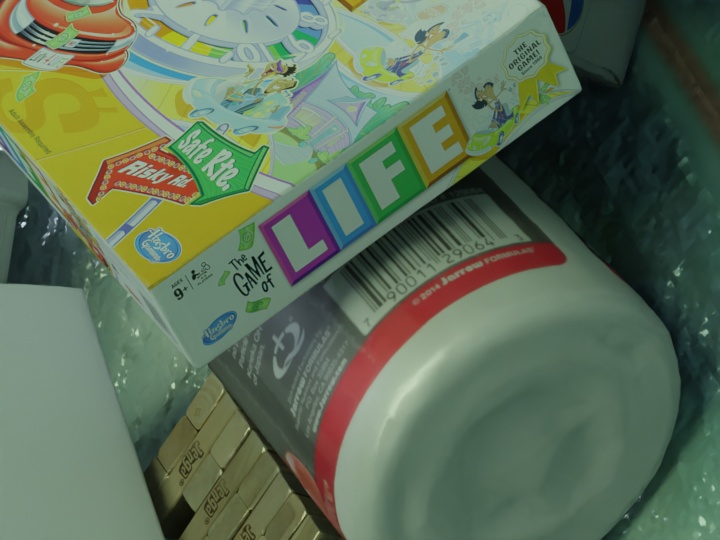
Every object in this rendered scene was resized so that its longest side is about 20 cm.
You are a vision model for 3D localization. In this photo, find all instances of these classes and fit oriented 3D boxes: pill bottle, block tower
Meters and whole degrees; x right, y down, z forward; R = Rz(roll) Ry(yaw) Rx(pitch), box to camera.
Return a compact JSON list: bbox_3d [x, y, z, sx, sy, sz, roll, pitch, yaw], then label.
[{"bbox_3d":[0.000,0.000,0.885,0.111,0.110,0.200,-56,44,15],"label":"pill bottle"},{"bbox_3d":[-0.003,0.112,0.891,0.058,0.054,0.200,-56,44,17],"label":"block tower"}]

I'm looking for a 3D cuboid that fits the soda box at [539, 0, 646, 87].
[{"bbox_3d":[0.006,-0.112,0.954,0.199,0.063,0.069,15,87,47],"label":"soda box"}]

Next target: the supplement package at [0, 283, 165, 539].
[{"bbox_3d":[-0.161,0.108,0.975,0.200,0.109,0.114,-57,42,40],"label":"supplement package"}]

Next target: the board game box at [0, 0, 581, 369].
[{"bbox_3d":[-0.043,-0.068,0.862,0.134,0.034,0.200,-36,40,-9],"label":"board game box"}]

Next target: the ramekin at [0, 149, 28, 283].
[{"bbox_3d":[-0.220,0.004,1.057,0.202,0.202,0.095,-4,84,45],"label":"ramekin"}]
